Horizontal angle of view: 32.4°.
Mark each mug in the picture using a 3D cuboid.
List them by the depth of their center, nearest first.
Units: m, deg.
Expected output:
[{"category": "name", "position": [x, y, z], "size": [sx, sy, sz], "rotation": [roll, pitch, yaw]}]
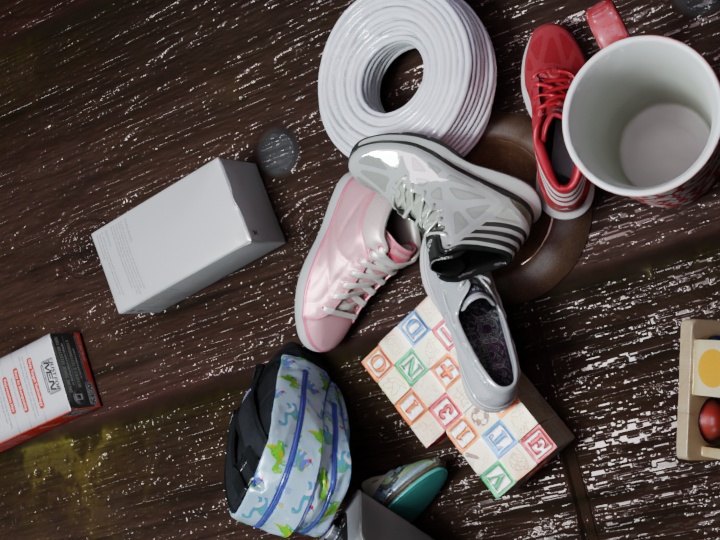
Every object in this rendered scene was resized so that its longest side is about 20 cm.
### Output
[{"category": "mug", "position": [0.269, -0.142, 1.115], "size": [0.132, 0.200, 0.179], "rotation": [5, 87, 21]}]

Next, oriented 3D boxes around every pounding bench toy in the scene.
[{"category": "pounding bench toy", "position": [0.396, 0.111, 1.099], "size": [0.156, 0.199, 0.125], "rotation": [-1, 85, 58]}]

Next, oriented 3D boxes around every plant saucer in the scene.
[{"category": "plant saucer", "position": [0.138, -0.065, 1.277], "size": [0.199, 0.037, 0.202], "rotation": [-1, 88, 26]}]

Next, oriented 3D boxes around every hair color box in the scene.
[{"category": "hair color box", "position": [-0.427, 0.159, 1.548], "size": [0.199, 0.061, 0.102], "rotation": [-24, 78, 26]}]

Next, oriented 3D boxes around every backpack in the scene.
[{"category": "backpack", "position": [-0.079, 0.190, 1.293], "size": [0.153, 0.200, 0.164], "rotation": [31, 102, 2]}]

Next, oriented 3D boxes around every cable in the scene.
[{"category": "cable", "position": [0.047, -0.198, 1.289], "size": [0.199, 0.069, 0.201], "rotation": [22, 95, 35]}]

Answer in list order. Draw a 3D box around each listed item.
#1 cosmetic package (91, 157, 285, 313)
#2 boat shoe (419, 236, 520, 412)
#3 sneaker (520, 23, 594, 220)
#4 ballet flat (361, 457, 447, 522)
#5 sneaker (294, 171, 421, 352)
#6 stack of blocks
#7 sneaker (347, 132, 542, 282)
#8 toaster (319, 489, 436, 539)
[{"category": "cosmetic package", "position": [-0.199, -0.037, 1.422], "size": [0.199, 0.085, 0.108], "rotation": [-26, 78, 24]}, {"category": "boat shoe", "position": [0.108, 0.036, 1.207], "size": [0.071, 0.069, 0.202], "rotation": [-5, 66, -12]}, {"category": "sneaker", "position": [0.196, -0.159, 1.188], "size": [0.078, 0.116, 0.202], "rotation": [-9, 76, 5]}, {"category": "ballet flat", "position": [0.014, 0.262, 1.318], "size": [0.074, 0.074, 0.201], "rotation": [41, 103, 22]}, {"category": "sneaker", "position": [0.000, 0.000, 1.313], "size": [0.104, 0.075, 0.202], "rotation": [21, 95, 44]}, {"category": "stack of blocks", "position": [0.108, 0.132, 1.269], "size": [0.115, 0.058, 0.200], "rotation": [-46, 73, 23]}, {"category": "sneaker", "position": [0.066, -0.060, 1.193], "size": [0.199, 0.116, 0.076], "rotation": [19, 139, 14]}, {"category": "toaster", "position": [0.021, 0.354, 1.241], "size": [0.199, 0.119, 0.181], "rotation": [35, 105, -6]}]
